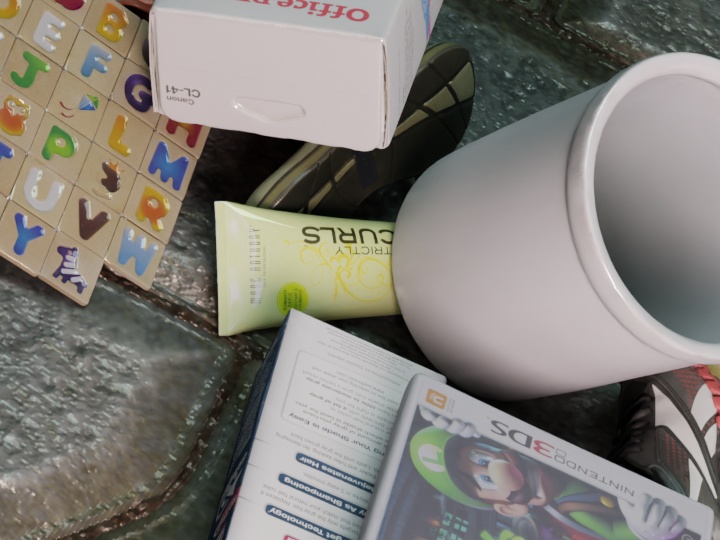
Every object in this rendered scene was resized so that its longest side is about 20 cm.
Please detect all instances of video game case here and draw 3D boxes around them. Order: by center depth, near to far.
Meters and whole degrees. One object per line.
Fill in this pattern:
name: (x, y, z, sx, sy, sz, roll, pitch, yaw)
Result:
video game case: (0.088, 0.153, 1.231, 0.181, 0.023, 0.200, 25, 37, -3)

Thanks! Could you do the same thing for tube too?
tube: (0.000, 0.000, 1.448, 0.199, 0.052, 0.058, 1, 45, -33)

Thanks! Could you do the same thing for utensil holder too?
utensil holder: (0.135, -0.017, 1.391, 0.169, 0.200, 0.171, 7, 76, -31)

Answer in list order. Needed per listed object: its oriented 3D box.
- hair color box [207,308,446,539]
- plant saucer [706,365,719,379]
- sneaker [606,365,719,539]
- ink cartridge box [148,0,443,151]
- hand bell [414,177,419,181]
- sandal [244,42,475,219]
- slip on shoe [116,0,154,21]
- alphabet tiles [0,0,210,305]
hair color box: (-0.021, 0.118, 1.288, 0.099, 0.061, 0.201, 24, 37, -7)
plant saucer: (0.270, 0.063, 1.557, 0.200, 0.049, 0.199, 44, 39, 20)
sneaker: (0.173, 0.114, 1.413, 0.097, 0.071, 0.201, 15, 40, -22)
ink cartridge box: (-0.029, -0.174, 1.462, 0.147, 0.086, 0.201, 8, 42, 10)
hand bell: (0.034, -0.094, 1.569, 0.104, 0.104, 0.201, -6, 61, -38)
sandal: (-0.004, -0.083, 1.487, 0.201, 0.080, 0.057, -35, 47, -28)
slip on shoe: (-0.090, -0.135, 1.534, 0.199, 0.074, 0.061, 24, 47, -1)
alphabet tiles: (-0.169, -0.083, 1.403, 0.166, 0.006, 0.201, 34, 50, -21)
